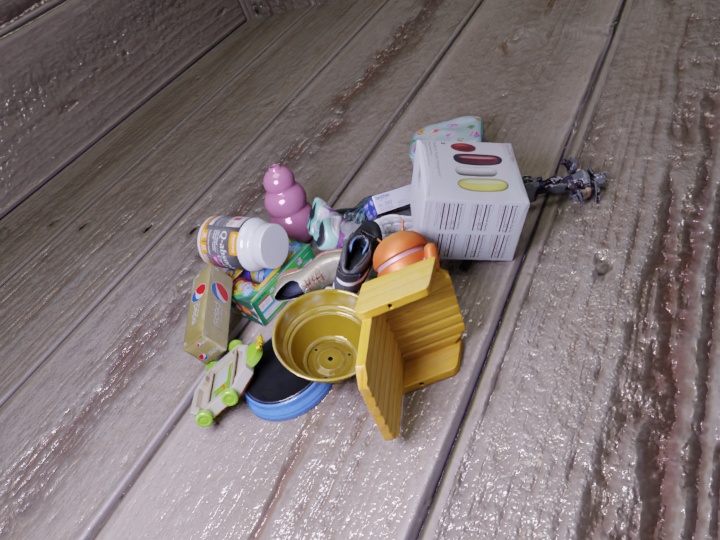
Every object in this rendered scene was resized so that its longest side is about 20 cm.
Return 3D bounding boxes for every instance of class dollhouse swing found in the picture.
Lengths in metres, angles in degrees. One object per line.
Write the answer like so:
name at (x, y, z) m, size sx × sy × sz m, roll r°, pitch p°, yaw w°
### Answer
dollhouse swing at (0.088, 0.131, 0.899) m, size 0.177 × 0.203 × 0.178 m, roll -20°, pitch 36°, yaw 6°

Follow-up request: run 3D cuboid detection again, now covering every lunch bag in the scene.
lunch bag at (0.219, -0.308, 1.455) m, size 0.194 × 0.078 × 0.163 m, roll -10°, pitch 40°, yaw 19°

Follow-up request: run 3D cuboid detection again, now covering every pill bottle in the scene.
pill bottle at (-0.261, -0.060, 1.279) m, size 0.195 × 0.118 × 0.117 m, roll 6°, pitch 46°, yaw 35°

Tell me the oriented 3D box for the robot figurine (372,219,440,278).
robot figurine at (0.093, 0.015, 1.045) m, size 0.114 × 0.144 × 0.205 m, roll -24°, pitch 80°, yaw -1°

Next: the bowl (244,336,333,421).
bowl at (-0.137, 0.189, 1.097) m, size 0.195 × 0.040 × 0.204 m, roll -16°, pitch 37°, yaw 12°

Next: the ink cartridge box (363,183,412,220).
ink cartridge box at (0.110, -0.167, 1.304) m, size 0.195 × 0.046 × 0.094 m, roll -20°, pitch -1°, yaw -14°

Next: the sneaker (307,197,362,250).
sneaker at (-0.041, -0.091, 1.289) m, size 0.136 × 0.079 × 0.202 m, roll 12°, pitch 29°, yaw -22°

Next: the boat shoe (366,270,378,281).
boat shoe at (0.000, 0.000, 1.224) m, size 0.195 × 0.063 × 0.073 m, roll 2°, pitch 44°, yaw 32°

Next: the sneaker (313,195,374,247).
sneaker at (-0.021, -0.110, 1.358) m, size 0.197 × 0.074 × 0.082 m, roll -32°, pitch 36°, yaw -8°

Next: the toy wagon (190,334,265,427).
toy wagon at (-0.247, 0.200, 1.092) m, size 0.198 × 0.040 × 0.157 m, roll -39°, pitch 27°, yaw 15°

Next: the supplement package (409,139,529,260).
supplement package at (0.205, -0.141, 1.136) m, size 0.193 × 0.150 × 0.195 m, roll 1°, pitch 46°, yaw -3°

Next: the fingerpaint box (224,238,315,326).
fingerpaint box at (-0.220, 0.013, 1.326) m, size 0.164 × 0.075 × 0.200 m, roll 16°, pitch 53°, yaw 42°

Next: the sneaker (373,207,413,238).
sneaker at (0.115, -0.106, 1.295) m, size 0.193 × 0.079 × 0.082 m, roll -11°, pitch 18°, yaw 11°

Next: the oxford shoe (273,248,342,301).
oxford shoe at (-0.094, 0.019, 1.196) m, size 0.196 × 0.072 × 0.074 m, roll -26°, pitch 21°, yaw 20°

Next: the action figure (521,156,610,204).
action figure at (0.419, -0.181, 1.196) m, size 0.193 × 0.071 × 0.131 m, roll -8°, pitch 31°, yaw 16°

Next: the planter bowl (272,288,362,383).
planter bowl at (-0.056, 0.135, 1.021) m, size 0.193 × 0.085 × 0.204 m, roll -1°, pitch 45°, yaw 1°

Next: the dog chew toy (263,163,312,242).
dog chew toy at (-0.179, -0.161, 1.399) m, size 0.121 × 0.204 × 0.126 m, roll -12°, pitch 33°, yaw 8°

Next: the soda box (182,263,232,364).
soda box at (-0.314, 0.087, 1.193) m, size 0.063 × 0.067 × 0.203 m, roll -33°, pitch 39°, yaw 22°

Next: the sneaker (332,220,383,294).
sneaker at (0.008, -0.046, 1.111) m, size 0.071 × 0.113 × 0.203 m, roll 20°, pitch 52°, yaw 3°

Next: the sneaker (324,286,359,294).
sneaker at (-0.033, 0.093, 1.130) m, size 0.197 × 0.068 × 0.090 m, roll 12°, pitch 47°, yaw 48°
